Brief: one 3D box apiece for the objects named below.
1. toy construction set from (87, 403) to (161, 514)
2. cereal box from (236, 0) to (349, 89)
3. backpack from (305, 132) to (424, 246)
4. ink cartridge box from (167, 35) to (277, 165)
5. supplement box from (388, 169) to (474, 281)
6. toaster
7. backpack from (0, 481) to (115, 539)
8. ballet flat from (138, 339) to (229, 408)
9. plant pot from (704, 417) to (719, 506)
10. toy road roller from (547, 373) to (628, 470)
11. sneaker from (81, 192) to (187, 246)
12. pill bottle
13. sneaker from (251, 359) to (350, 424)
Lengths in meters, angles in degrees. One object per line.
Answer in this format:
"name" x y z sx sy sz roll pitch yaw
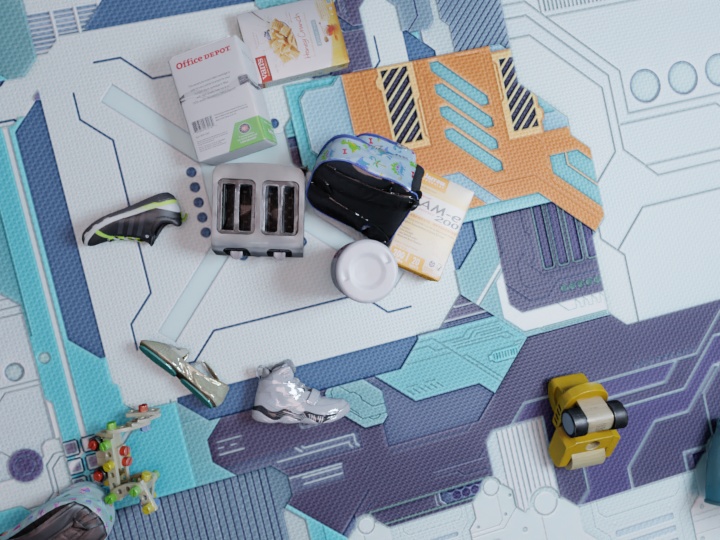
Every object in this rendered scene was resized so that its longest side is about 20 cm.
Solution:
"toy construction set" -0.446 0.361 1.032 0.130 0.092 0.202 -3 83 17
"cereal box" -0.136 -0.464 1.087 0.199 0.040 0.145 -17 92 -7
"backpack" 0.004 -0.171 1.038 0.199 0.183 0.148 22 52 -11
"ink cartridge box" -0.263 -0.323 1.034 0.144 0.084 0.201 -15 93 9
"supplement box" 0.136 -0.092 1.110 0.125 0.074 0.201 22 88 -8
"toaster" -0.193 -0.120 1.046 0.179 0.119 0.202 2 90 -8
"backpack" -0.565 0.496 1.002 0.200 0.127 0.167 -38 107 -6
"ballet flat" -0.347 0.193 1.067 0.200 0.067 0.062 44 58 -9
"plant pot" 0.856 0.418 1.157 0.198 0.200 0.189 9 75 -7
"toy road roller" 0.467 0.315 1.151 0.122 0.146 0.201 -8 129 -7
"sneaker" -0.436 -0.080 1.038 0.199 0.072 0.083 -26 95 -6
"pill bottle" 0.000 0.000 1.030 0.112 0.200 0.114 0 91 -7
"sneaker" -0.119 0.243 1.080 0.198 0.075 0.116 0 93 -4
